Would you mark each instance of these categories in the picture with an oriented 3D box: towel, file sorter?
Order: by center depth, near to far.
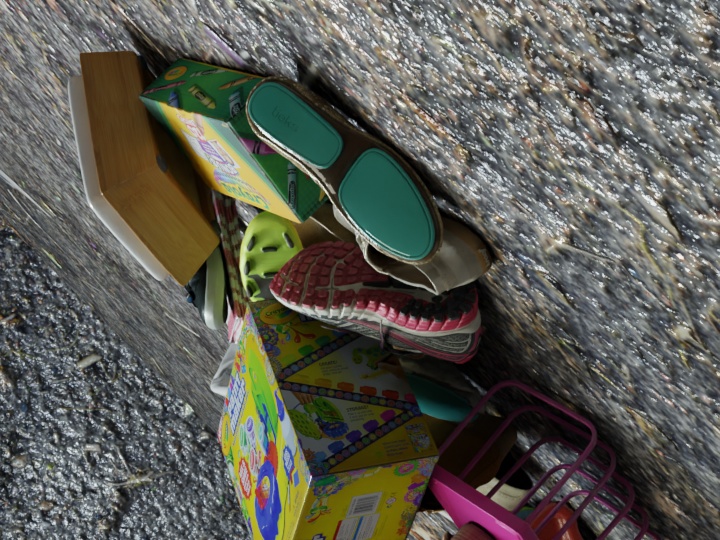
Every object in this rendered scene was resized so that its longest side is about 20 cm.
[{"bbox_3d":[0.170,0.214,1.453,0.139,0.125,0.200,29,160,46],"label":"file sorter"},{"bbox_3d":[-0.135,-0.028,1.666,0.146,0.030,0.202,125,135,-76],"label":"towel"}]

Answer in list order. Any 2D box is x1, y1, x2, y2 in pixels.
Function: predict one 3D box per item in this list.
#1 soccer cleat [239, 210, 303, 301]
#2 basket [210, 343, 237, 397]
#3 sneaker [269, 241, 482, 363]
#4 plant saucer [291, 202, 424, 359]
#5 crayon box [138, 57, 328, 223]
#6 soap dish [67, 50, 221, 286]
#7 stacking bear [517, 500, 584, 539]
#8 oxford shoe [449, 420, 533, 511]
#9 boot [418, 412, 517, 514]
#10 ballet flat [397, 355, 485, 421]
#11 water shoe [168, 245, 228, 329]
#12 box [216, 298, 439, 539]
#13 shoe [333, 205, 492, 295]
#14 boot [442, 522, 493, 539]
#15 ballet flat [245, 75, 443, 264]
[{"bbox_3d":[-0.074,0.010,1.563,0.084,0.064,0.201,-92,-10,-46],"label":"soccer cleat"},{"bbox_3d":[-0.066,0.101,1.746,0.123,0.136,0.200,30,170,-13],"label":"basket"},{"bbox_3d":[0.010,0.034,1.389,0.199,0.081,0.075,15,142,28],"label":"sneaker"},{"bbox_3d":[0.000,0.000,1.517,0.200,0.035,0.200,43,166,13],"label":"plant saucer"},{"bbox_3d":[-0.110,-0.120,1.443,0.119,0.058,0.200,53,164,-28],"label":"crayon box"},{"bbox_3d":[-0.209,-0.106,1.565,0.158,0.081,0.201,54,-165,-47],"label":"soap dish"},{"bbox_3d":[0.172,0.303,1.756,0.122,0.114,0.200,49,170,-15],"label":"stacking bear"},{"bbox_3d":[0.105,0.164,1.666,0.200,0.070,0.075,47,139,3],"label":"oxford shoe"},{"bbox_3d":[0.044,0.185,1.582,0.200,0.144,0.071,-2,109,34],"label":"boot"},{"bbox_3d":[0.041,0.097,1.595,0.199,0.072,0.072,10,148,32],"label":"ballet flat"},{"bbox_3d":[-0.184,-0.015,1.639,0.072,0.078,0.201,91,166,-48],"label":"water shoe"},{"bbox_3d":[-0.036,0.157,1.462,0.201,0.121,0.193,107,149,-46],"label":"box"},{"bbox_3d":[0.028,-0.026,1.325,0.200,0.053,0.070,25,156,54],"label":"shoe"},{"bbox_3d":[0.062,0.317,1.468,0.077,0.155,0.200,40,166,8],"label":"boot"},{"bbox_3d":[-0.005,-0.083,1.275,0.200,0.071,0.065,45,-166,10],"label":"ballet flat"}]
